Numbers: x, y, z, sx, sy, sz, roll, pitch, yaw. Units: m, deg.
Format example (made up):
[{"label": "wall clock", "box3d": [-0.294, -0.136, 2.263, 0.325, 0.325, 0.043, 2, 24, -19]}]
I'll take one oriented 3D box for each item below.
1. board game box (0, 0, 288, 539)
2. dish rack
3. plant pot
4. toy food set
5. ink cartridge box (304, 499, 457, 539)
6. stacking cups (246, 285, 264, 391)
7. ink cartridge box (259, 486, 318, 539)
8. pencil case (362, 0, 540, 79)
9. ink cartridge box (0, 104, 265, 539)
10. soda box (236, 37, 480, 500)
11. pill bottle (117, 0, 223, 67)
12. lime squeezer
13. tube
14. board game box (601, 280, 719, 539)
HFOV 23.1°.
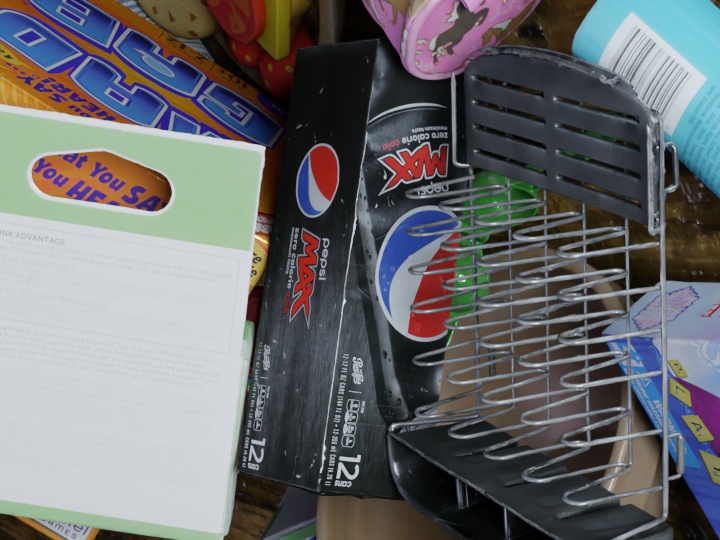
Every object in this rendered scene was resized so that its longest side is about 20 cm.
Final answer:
[{"label": "board game box", "box3d": [-0.163, -0.019, 0.928, 0.199, 0.201, 0.200, 31, -160, -7]}, {"label": "dish rack", "box3d": [0.066, 0.015, 0.693, 0.153, 0.054, 0.201, 24, 121, 57]}, {"label": "plant pot", "box3d": [0.078, 0.098, 0.825, 0.092, 0.202, 0.200, 30, 175, -32]}, {"label": "toy food set", "box3d": [-0.076, -0.185, 0.957, 0.200, 0.048, 0.199, 49, 153, 32]}, {"label": "ink cartridge box", "box3d": [0.035, 0.158, 0.895, 0.094, 0.199, 0.044, 55, 154, 18]}, {"label": "stacking cups", "box3d": [-0.054, 0.040, 1.061, 0.061, 0.060, 0.200, 58, 175, 12]}, {"label": "ink cartridge box", "box3d": [0.025, 0.219, 1.059, 0.146, 0.084, 0.201, -49, -65, -80]}, {"label": "pencil case", "box3d": [0.001, -0.175, 0.769, 0.083, 0.086, 0.200, -49, 66, 30]}, {"label": "ink cartridge box", "box3d": [-0.120, 0.022, 0.807, 0.048, 0.144, 0.201, -78, -3, -70]}, {"label": "soda box", "box3d": [0.000, 0.000, 0.800, 0.071, 0.063, 0.202, 4, 86, 54]}, {"label": "pill bottle", "box3d": [-0.145, -0.108, 1.095, 0.201, 0.119, 0.120, 56, 156, 16]}, {"label": "lime squeezer", "box3d": [0.060, -0.002, 0.806, 0.201, 0.038, 0.071, -59, 45, 22]}, {"label": "tube", "box3d": [0.160, -0.031, 0.634, 0.200, 0.050, 0.078, 48, 161, 20]}, {"label": "board game box", "box3d": [0.201, 0.096, 0.645, 0.201, 0.041, 0.199, 58, 159, -14]}]
